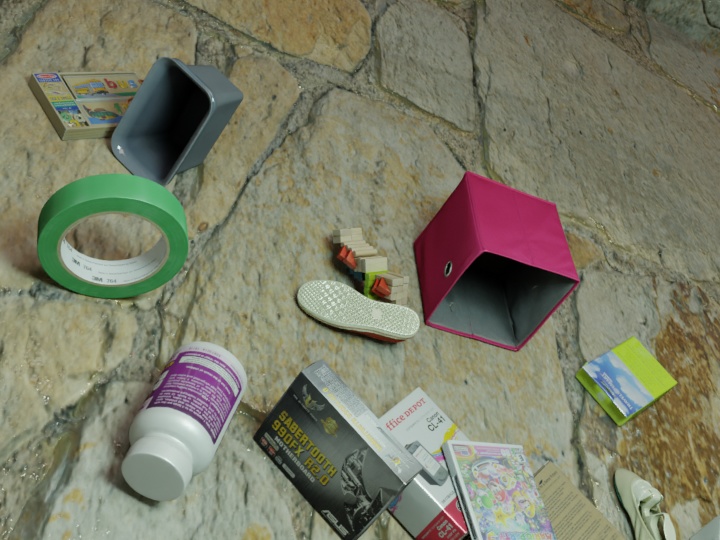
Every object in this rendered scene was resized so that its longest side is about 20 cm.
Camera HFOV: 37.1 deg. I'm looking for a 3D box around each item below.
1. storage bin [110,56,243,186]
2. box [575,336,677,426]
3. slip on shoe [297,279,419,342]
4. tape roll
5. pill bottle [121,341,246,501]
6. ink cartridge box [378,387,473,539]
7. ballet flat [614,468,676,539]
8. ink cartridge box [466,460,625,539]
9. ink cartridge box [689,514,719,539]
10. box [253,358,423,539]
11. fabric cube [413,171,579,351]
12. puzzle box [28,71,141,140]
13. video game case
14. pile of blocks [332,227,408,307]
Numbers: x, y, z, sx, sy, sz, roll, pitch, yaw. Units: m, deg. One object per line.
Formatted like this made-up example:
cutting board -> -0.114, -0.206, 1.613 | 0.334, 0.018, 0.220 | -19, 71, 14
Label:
storage bin -> -0.291, -0.247, 1.727 | 0.146, 0.200, 0.134 | 43, 27, 10
box -> 0.476, 0.200, 1.938 | 0.200, 0.048, 0.122 | -19, 62, -46
slip on shoe -> -0.006, 0.070, 1.707 | 0.200, 0.061, 0.074 | 16, 64, -4
tape roll -> -0.335, -0.044, 1.458 | 0.200, 0.201, 0.048 | 13, 43, -27
pill bottle -> -0.226, 0.191, 1.365 | 0.112, 0.112, 0.200 | 31, 37, -6
ink cartridge box -> 0.096, 0.287, 1.530 | 0.200, 0.086, 0.148 | 47, 39, 11
ballet flat -> 0.463, 0.390, 1.714 | 0.069, 0.070, 0.200 | 15, 42, -25
ink cartridge box -> 0.269, 0.394, 1.555 | 0.165, 0.075, 0.200 | 46, 39, 15
ink cartridge box -> 0.621, 0.503, 1.697 | 0.200, 0.088, 0.145 | 34, 37, -5
box -> -0.033, 0.241, 1.421 | 0.200, 0.158, 0.048 | 46, 39, 13
fabric cube -> 0.228, -0.015, 1.857 | 0.200, 0.196, 0.200 | 17, 42, -22
puzzle box -> -0.430, -0.277, 1.776 | 0.200, 0.025, 0.133 | -13, 57, -44
video game case -> 0.199, 0.329, 1.486 | 0.143, 0.018, 0.200 | 10, 47, -33
pile of blocks -> 0.000, 0.000, 1.769 | 0.062, 0.082, 0.200 | -6, 39, -37
